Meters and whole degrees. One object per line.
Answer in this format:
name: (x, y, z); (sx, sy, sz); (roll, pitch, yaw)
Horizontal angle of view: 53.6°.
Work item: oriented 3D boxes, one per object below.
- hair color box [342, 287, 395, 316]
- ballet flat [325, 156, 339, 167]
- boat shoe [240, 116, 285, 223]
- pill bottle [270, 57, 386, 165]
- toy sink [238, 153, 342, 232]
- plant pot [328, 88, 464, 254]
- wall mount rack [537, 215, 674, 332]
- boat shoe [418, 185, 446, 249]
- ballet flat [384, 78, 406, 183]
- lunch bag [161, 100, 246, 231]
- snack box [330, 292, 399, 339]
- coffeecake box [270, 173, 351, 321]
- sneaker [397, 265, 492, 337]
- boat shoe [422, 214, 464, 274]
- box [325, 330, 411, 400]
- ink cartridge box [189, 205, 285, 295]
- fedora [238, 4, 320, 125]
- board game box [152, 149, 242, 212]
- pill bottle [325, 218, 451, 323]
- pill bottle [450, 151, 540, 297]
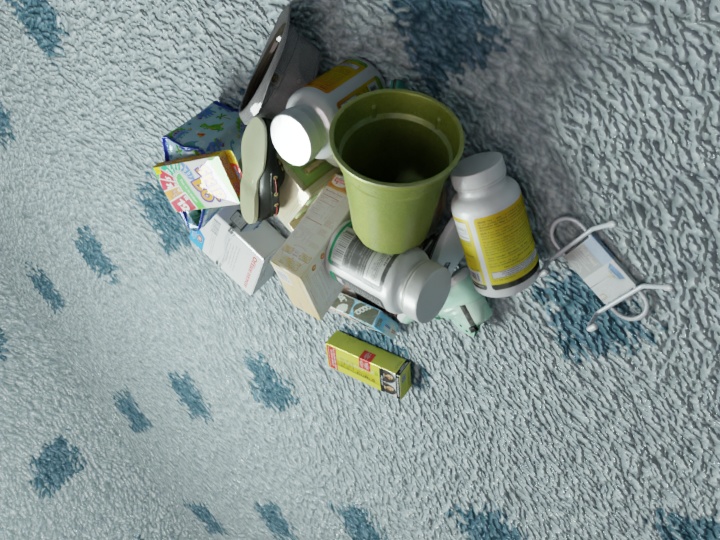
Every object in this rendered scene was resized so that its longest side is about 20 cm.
hair color box: (0.000, 0.000, 1.387); (0.196, 0.061, 0.104); (23, 135, 29)
ballet flat: (-0.061, -0.236, 1.244); (0.201, 0.072, 0.068); (49, 137, 0)
boat shoe: (-0.163, -0.171, 1.201); (0.074, 0.062, 0.205); (50, 144, 35)
pill bottle: (-0.050, -0.247, 1.125); (0.109, 0.200, 0.113); (23, 135, 25)
toy sink: (-0.104, -0.170, 1.293); (0.201, 0.130, 0.112); (50, 140, -1)
plant pot: (0.049, -0.134, 1.078); (0.197, 0.201, 0.187); (30, 147, 20)
wall mount rack: (0.361, 0.001, 1.046); (0.200, 0.074, 0.174); (47, 140, 1)
boat shoe: (0.095, -0.087, 1.221); (0.073, 0.069, 0.204); (29, 135, 23)
ballet flat: (0.069, -0.215, 1.159); (0.068, 0.068, 0.204); (12, 131, 4)
lunch bag: (-0.293, -0.202, 1.407); (0.125, 0.171, 0.204); (21, 135, 22)
snack box: (-0.026, 0.075, 1.442); (0.196, 0.038, 0.116); (23, 172, 28)
coffeecake box: (-0.057, -0.040, 1.264); (0.072, 0.202, 0.155); (26, 158, 25)
sneaker: (0.152, 0.086, 1.301); (0.120, 0.073, 0.199); (56, 138, 0)
boat shoe: (0.136, -0.036, 1.209); (0.068, 0.070, 0.204); (50, 127, 41)
box: (0.017, 0.202, 1.542); (0.196, 0.050, 0.077); (22, 135, 29)
ink cartridge box: (-0.271, -0.068, 1.561); (0.199, 0.086, 0.147); (40, 140, 7)
fedora: (-0.125, -0.324, 1.188); (0.089, 0.204, 0.176); (24, -178, -21)
board game box: (-0.288, -0.160, 1.296); (0.195, 0.030, 0.097); (-4, 122, 33)
pill bottle: (0.045, 0.001, 1.170); (0.198, 0.112, 0.116); (29, 138, 34)
pill bottle: (0.204, -0.072, 1.101); (0.110, 0.112, 0.204); (2, 123, 41)
